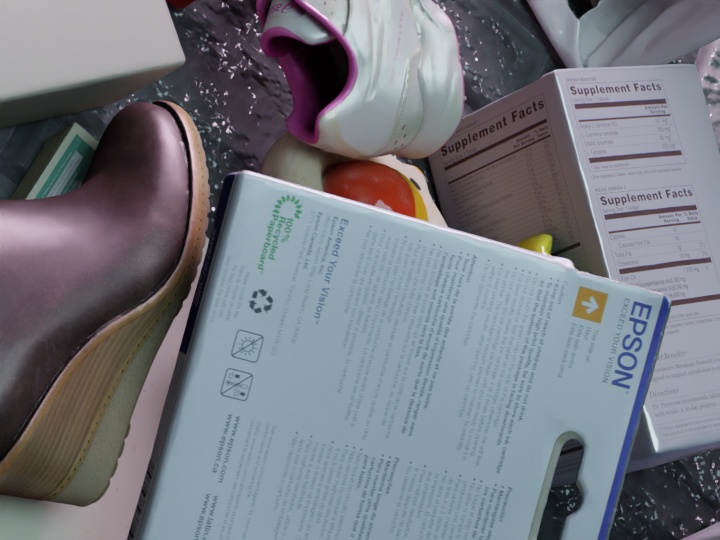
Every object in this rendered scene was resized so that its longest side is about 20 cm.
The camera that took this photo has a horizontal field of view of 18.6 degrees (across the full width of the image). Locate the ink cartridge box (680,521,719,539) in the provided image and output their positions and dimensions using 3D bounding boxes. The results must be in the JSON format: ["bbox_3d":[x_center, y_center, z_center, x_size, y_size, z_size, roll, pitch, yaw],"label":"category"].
[{"bbox_3d":[0.233,0.191,1.168,0.200,0.125,0.129,-17,86,-42],"label":"ink cartridge box"}]

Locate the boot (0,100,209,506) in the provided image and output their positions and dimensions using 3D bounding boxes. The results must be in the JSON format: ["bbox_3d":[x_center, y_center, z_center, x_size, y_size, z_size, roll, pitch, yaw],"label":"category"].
[{"bbox_3d":[-0.154,-0.013,0.917,0.166,0.072,0.200,29,61,-32],"label":"boot"}]

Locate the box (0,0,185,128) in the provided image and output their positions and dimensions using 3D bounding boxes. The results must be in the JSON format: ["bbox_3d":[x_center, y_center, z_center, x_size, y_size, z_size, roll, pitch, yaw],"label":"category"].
[{"bbox_3d":[-0.181,-0.101,0.965,0.200,0.068,0.082,-15,85,-43],"label":"box"}]

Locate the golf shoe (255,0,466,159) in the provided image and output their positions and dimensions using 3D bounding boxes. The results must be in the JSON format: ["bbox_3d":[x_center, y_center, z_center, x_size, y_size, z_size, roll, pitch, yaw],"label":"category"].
[{"bbox_3d":[-0.012,-0.149,1.061,0.092,0.075,0.200,-11,84,-36],"label":"golf shoe"}]

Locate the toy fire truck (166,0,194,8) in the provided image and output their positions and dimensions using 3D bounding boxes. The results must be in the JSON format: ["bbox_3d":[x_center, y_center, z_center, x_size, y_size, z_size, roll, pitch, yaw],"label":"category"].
[{"bbox_3d":[-0.094,-0.210,1.090,0.200,0.049,0.141,33,55,-26],"label":"toy fire truck"}]

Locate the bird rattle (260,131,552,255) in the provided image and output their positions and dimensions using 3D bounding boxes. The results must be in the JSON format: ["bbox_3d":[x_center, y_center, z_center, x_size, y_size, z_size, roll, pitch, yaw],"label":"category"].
[{"bbox_3d":[0.000,0.000,1.071,0.200,0.113,0.163,11,46,-40],"label":"bird rattle"}]

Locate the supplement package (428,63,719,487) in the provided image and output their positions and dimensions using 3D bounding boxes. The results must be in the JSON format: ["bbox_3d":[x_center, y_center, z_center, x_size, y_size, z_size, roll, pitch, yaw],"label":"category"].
[{"bbox_3d":[0.129,0.003,1.156,0.110,0.114,0.200,-6,79,-40],"label":"supplement package"}]

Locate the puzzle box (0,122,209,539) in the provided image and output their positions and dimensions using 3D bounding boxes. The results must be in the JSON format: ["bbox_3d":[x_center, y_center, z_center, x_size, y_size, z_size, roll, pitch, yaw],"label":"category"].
[{"bbox_3d":[-0.128,0.047,0.984,0.133,0.025,0.200,42,52,-20],"label":"puzzle box"}]

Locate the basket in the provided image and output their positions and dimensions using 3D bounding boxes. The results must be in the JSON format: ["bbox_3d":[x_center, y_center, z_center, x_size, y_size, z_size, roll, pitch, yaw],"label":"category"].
[{"bbox_3d":[0.194,-0.206,1.234,0.123,0.200,0.136,-34,97,-47],"label":"basket"}]

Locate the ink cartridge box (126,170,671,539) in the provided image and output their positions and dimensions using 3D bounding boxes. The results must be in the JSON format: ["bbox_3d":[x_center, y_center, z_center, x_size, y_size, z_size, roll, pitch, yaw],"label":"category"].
[{"bbox_3d":[0.013,0.077,0.945,0.200,0.041,0.200,16,89,-12],"label":"ink cartridge box"}]
